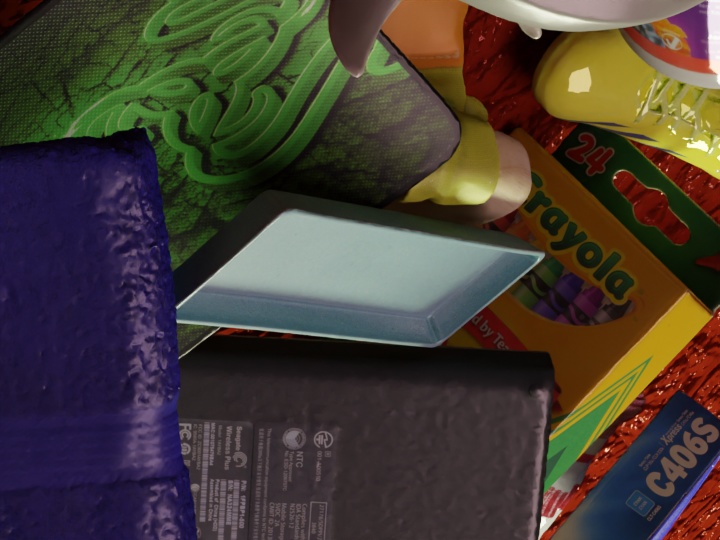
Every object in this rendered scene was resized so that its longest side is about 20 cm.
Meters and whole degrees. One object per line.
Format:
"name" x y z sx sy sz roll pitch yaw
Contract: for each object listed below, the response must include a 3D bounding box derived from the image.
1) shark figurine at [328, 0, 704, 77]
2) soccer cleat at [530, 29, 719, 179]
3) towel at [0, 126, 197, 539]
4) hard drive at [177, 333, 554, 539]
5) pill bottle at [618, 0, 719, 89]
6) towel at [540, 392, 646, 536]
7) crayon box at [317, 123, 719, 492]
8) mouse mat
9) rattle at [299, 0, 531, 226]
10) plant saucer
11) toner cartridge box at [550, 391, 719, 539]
"shark figurine" 0.071 -0.126 0.839 0.214 0.129 0.090 15 160 -12
"soccer cleat" 0.160 -0.082 1.122 0.200 0.084 0.065 7 123 -51
"towel" -0.137 0.049 0.859 0.147 0.050 0.201 -4 103 1
"hard drive" -0.016 0.101 1.048 0.199 0.033 0.140 3 108 -3
"pill bottle" 0.154 -0.179 0.977 0.111 0.111 0.200 -35 147 -13
"towel" 0.066 0.140 1.304 0.144 0.023 0.200 -1 131 -46
"crayon box" 0.077 0.024 1.115 0.200 0.127 0.051 -48 152 5
"mouse mat" -0.079 -0.042 0.886 0.200 0.008 0.161 -37 123 13
"rattle" 0.001 -0.068 1.021 0.130 0.143 0.200 -22 171 -1
"plant saucer" 0.000 0.000 0.930 0.070 0.019 0.200 -40 155 24
"toner cartridge box" 0.129 0.159 1.280 0.200 0.043 0.095 -42 163 -42
